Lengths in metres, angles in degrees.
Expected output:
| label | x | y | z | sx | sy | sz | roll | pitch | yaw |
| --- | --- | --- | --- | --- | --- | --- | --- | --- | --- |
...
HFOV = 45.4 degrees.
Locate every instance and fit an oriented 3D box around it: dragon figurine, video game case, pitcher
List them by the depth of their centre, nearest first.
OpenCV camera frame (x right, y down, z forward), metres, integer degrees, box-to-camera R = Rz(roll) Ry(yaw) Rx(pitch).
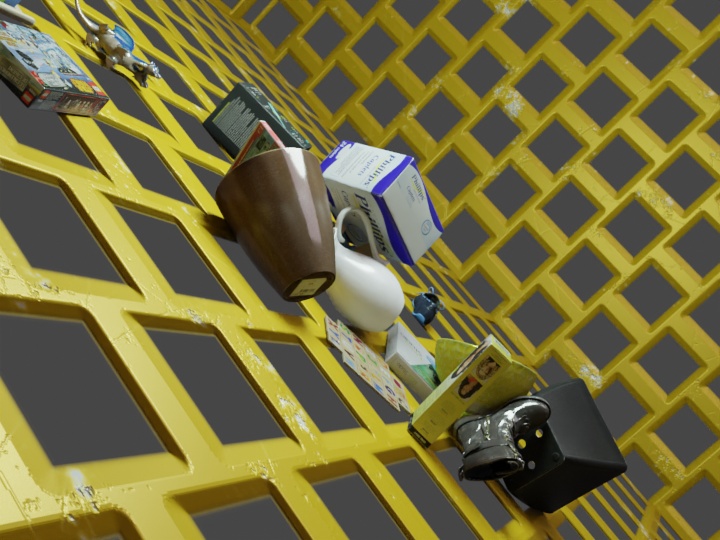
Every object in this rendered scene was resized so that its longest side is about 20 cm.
| label | x | y | z | sx | sy | sz | roll | pitch | yaw |
| --- | --- | --- | --- | --- | --- | --- | --- | --- | --- |
| video game case | -0.164 | -0.153 | 1.563 | 0.017 | 0.144 | 0.201 | 1 | 44 | -52 |
| pitcher | 0.000 | 0.000 | 1.580 | 0.200 | 0.172 | 0.121 | 41 | -9 | -17 |
| dragon figurine | -0.460 | -0.421 | 1.603 | 0.200 | 0.059 | 0.099 | 47 | 11 | -3 |

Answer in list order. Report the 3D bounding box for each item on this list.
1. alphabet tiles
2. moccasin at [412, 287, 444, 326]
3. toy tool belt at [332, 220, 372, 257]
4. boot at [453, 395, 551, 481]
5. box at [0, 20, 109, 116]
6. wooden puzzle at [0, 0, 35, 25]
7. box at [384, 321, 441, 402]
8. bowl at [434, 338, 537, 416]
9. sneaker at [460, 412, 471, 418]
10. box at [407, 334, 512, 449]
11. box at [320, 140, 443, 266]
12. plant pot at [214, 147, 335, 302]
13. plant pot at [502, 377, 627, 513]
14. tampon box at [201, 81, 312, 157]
| label | x | y | z | sx | sy | sz | roll | pitch | yaw |
| --- | --- | --- | --- | --- | --- | --- | --- | --- | --- |
| alphabet tiles | 0.012 | 0.161 | 1.477 | 0.200 | 0.006 | 0.167 | 44 | 11 | -18 |
| moccasin | 0.179 | 0.094 | 2.200 | 0.080 | 0.068 | 0.200 | 45 | 11 | -7 |
| toy tool belt | -0.070 | -0.068 | 1.673 | 0.200 | 0.123 | 0.125 | 48 | 11 | 9 |
| boot | 0.252 | 0.297 | 1.478 | 0.174 | 0.197 | 0.070 | -104 | 175 | -75 |
| box | -0.448 | -0.281 | 1.199 | 0.137 | 0.040 | 0.200 | 46 | 11 | 1 |
| wooden puzzle | -0.594 | -0.468 | 1.291 | 0.200 | 0.046 | 0.185 | 49 | 11 | 9 |
| box | 0.110 | 0.187 | 1.683 | 0.144 | 0.036 | 0.200 | 46 | 13 | -7 |
| bowl | 0.220 | 0.213 | 1.610 | 0.197 | 0.109 | 0.200 | 20 | -9 | 4 |
| sneaker | 0.254 | 0.279 | 1.788 | 0.074 | 0.081 | 0.200 | 45 | 11 | -9 |
| box | 0.161 | 0.197 | 1.408 | 0.050 | 0.200 | 0.075 | 42 | 10 | 0 |
| box | 0.033 | -0.129 | 1.638 | 0.199 | 0.105 | 0.185 | 21 | -31 | 44 |
| plant pot | -0.117 | -0.059 | 1.388 | 0.186 | 0.185 | 0.202 | 25 | 37 | -62 |
| plant pot | 0.352 | 0.333 | 1.642 | 0.176 | 0.199 | 0.202 | 15 | 44 | -49 |
| tampon box | -0.224 | -0.297 | 1.890 | 0.200 | 0.126 | 0.150 | 45 | 10 | -4 |
